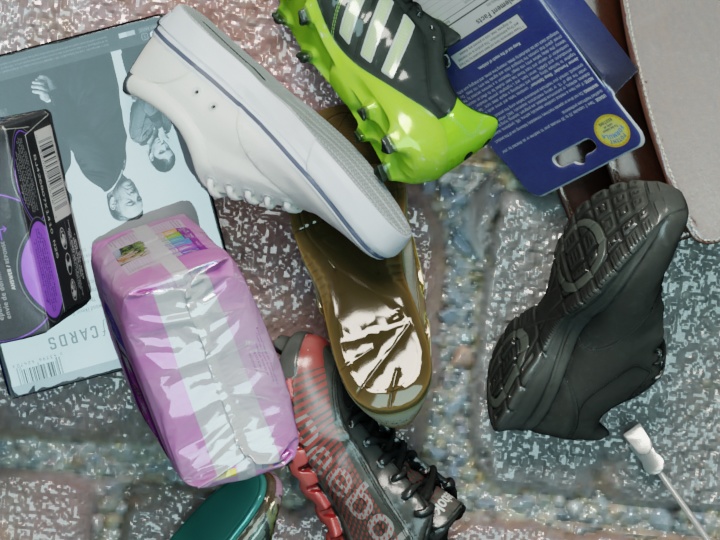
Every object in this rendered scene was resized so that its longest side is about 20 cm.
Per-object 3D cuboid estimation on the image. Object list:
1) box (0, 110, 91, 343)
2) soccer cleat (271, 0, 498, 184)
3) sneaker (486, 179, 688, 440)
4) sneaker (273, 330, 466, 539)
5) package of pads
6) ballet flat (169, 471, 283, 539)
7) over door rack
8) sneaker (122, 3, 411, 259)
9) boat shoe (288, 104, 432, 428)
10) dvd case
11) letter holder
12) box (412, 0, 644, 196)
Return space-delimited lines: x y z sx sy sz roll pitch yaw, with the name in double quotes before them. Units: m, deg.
"box" -0.271 -0.011 1.417 0.198 0.106 0.123 -11 97 8
"soccer cleat" 0.007 -0.140 1.450 0.081 0.068 0.201 -24 71 -21
"sneaker" 0.150 0.026 1.472 0.090 0.076 0.200 17 132 -17
"sneaker" 0.010 0.125 1.480 0.097 0.071 0.202 -15 100 25
"package of pads" -0.096 0.043 1.385 0.075 0.200 0.121 -18 101 -9
"ballet flat" -0.108 0.205 1.498 0.200 0.069 0.071 -44 116 4
"over door rack" 0.170 0.216 1.525 0.147 0.067 0.201 -35 84 -1
"sneaker" -0.055 -0.066 1.432 0.200 0.073 0.071 44 103 17
"boat shoe" 0.000 0.000 1.463 0.073 0.066 0.201 -8 66 1
"dvd case" -0.164 -0.039 1.482 0.149 0.025 0.202 -14 98 -4
"letter holder" 0.174 -0.116 1.468 0.141 0.101 0.201 -15 97 -2
"box" 0.081 -0.142 1.449 0.032 0.121 0.200 -43 99 -34
